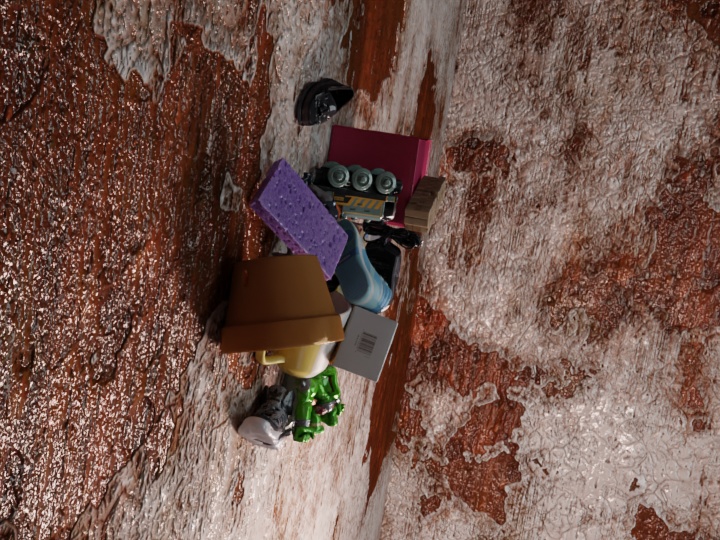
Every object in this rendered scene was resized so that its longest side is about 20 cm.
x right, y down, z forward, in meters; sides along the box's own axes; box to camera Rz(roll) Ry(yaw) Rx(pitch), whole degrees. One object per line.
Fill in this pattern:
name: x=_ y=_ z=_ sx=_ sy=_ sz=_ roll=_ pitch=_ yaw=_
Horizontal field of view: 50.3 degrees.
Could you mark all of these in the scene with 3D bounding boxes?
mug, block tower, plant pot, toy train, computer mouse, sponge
mug: x=-0.123 y=0.120 z=1.488 sx=0.150 sy=0.184 sz=0.155 roll=-126 pitch=-133 yaw=-60
block tower: x=0.141 y=-0.147 z=1.669 sx=0.200 sy=0.057 sz=0.055 roll=-57 pitch=155 yaw=-57
plant pot: x=-0.129 y=0.052 z=1.228 sx=0.200 sy=0.197 sz=0.143 roll=5 pitch=79 yaw=-78
toy train: x=-0.010 y=-0.160 z=1.594 sx=0.085 sy=0.197 sz=0.116 roll=-140 pitch=-123 yaw=-67
computer mouse: x=0.051 y=-0.005 z=1.667 sx=0.053 sy=0.137 sz=0.203 roll=-22 pitch=128 yaw=-73
sponge: x=-0.101 y=-0.086 z=1.326 sx=0.200 sy=0.030 sz=0.112 roll=49 pitch=45 yaw=-30

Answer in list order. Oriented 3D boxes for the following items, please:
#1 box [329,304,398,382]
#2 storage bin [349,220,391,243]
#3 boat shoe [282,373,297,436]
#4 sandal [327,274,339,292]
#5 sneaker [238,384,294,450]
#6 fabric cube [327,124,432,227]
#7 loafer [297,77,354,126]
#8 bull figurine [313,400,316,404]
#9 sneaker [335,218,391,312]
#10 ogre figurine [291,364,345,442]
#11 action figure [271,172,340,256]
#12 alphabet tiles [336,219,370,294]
box: x=-0.004 y=0.144 z=1.567 sx=0.200 sy=0.096 sz=0.126 roll=166 pitch=-55 yaw=-81
storage bin: x=-0.033 y=-0.025 z=1.757 sx=0.134 sy=0.144 sz=0.203 roll=20 pitch=80 yaw=-50
boat shoe: x=-0.132 y=0.257 z=1.640 sx=0.201 sy=0.075 sz=0.061 roll=-59 pitch=158 yaw=-29
sandal: x=-0.105 y=0.014 z=1.455 sx=0.200 sy=0.075 sz=0.048 roll=-17 pitch=147 yaw=-57
sneaker: x=-0.174 y=0.267 z=1.442 sx=0.201 sy=0.074 sz=0.115 roll=85 pitch=18 yaw=-69
fabric cube: x=0.041 y=-0.215 z=1.742 sx=0.200 sy=0.196 sz=0.200 roll=-29 pitch=129 yaw=-74
loafer: x=-0.065 y=-0.327 z=1.473 sx=0.200 sy=0.062 sz=0.073 roll=-60 pitch=157 yaw=-59
bull figurine: x=-0.113 y=0.268 z=1.732 sx=0.122 sy=0.064 sz=0.203 roll=75 pitch=27 yaw=-71
sneaker: x=0.000 y=0.000 z=1.562 sx=0.130 sy=0.079 sz=0.202 roll=37 pitch=32 yaw=-52
ogre figurine: x=-0.083 y=0.262 z=1.557 sx=0.198 sy=0.097 sz=0.122 roll=-10 pitch=101 yaw=-47
action figure: x=-0.094 y=-0.074 z=1.466 sx=0.193 sy=0.103 sz=0.203 roll=-39 pitch=136 yaw=-58
alphabet tiles: x=-0.037 y=-0.020 z=1.630 sx=0.199 sy=0.007 sz=0.170 roll=10 pitch=86 yaw=-59
